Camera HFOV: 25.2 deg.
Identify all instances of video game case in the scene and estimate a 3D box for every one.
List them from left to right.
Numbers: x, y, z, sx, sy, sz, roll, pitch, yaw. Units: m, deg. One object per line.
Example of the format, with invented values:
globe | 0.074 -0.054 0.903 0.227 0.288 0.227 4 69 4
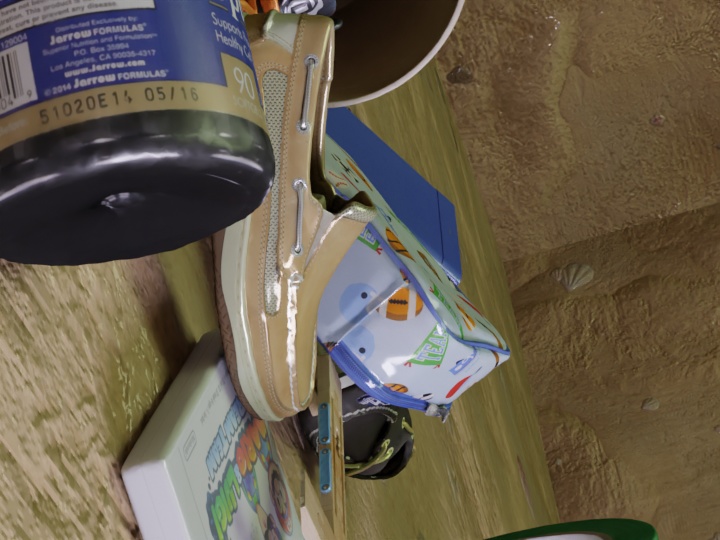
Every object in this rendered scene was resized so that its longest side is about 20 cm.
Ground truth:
video game case | -0.055 0.138 0.755 0.200 0.024 0.183 -73 147 -76

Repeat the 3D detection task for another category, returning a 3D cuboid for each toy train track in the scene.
toy train track | -0.025 0.118 0.792 0.200 0.032 0.115 -92 166 -52

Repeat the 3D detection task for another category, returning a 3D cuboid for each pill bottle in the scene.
pill bottle | -0.103 -0.112 0.583 0.112 0.111 0.201 47 29 -73

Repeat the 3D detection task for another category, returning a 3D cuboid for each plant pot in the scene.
plant pot | -0.030 -0.214 1.086 0.200 0.187 0.188 -106 179 -77

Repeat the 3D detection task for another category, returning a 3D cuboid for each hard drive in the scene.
hard drive | -0.010 -0.077 1.124 0.200 0.025 0.132 41 20 -18

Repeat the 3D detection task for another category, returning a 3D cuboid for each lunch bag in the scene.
lunch bag | 0.000 0.000 0.947 0.200 0.076 0.160 52 10 19

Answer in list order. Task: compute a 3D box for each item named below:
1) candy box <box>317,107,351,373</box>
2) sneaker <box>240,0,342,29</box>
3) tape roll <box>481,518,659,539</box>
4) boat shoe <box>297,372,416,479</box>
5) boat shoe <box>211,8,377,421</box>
candy box | -0.010 -0.011 1.210 0.200 0.061 0.137 -94 166 -52
sneaker | -0.069 -0.125 0.833 0.200 0.112 0.078 -92 164 -55
tape roll | 0.081 0.197 0.941 0.200 0.200 0.048 -23 98 -82
boat shoe | 0.002 0.101 1.038 0.201 0.071 0.061 48 24 -78
boat shoe | -0.030 -0.023 0.765 0.072 0.076 0.201 -74 160 -69
